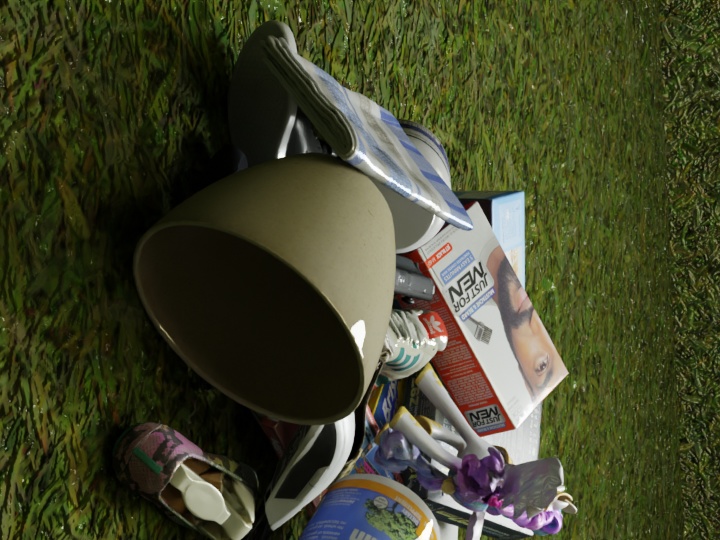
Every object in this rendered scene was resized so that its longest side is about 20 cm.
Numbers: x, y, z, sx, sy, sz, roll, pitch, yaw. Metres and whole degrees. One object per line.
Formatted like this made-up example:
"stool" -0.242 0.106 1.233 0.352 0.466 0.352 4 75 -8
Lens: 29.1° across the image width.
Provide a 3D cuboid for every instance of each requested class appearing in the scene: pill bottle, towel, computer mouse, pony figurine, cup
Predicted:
"pill bottle" -0.017 0.273 1.134 0.201 0.111 0.113 -57 142 -46
"towel" 0.009 -0.109 1.126 0.199 0.024 0.147 27 23 -53
"computer mouse" -0.121 -0.003 1.140 0.059 0.034 0.203 3 94 -84
"pony figurine" 0.107 0.193 1.259 0.167 0.199 0.193 -53 178 24
"pill bottle" 0.032 -0.079 1.327 0.200 0.109 0.113 -76 162 -77
"cup" -0.051 -0.006 1.047 0.144 0.198 0.202 -55 142 -35
"computer mouse" -0.050 0.175 1.118 0.201 0.043 0.110 -60 -174 22

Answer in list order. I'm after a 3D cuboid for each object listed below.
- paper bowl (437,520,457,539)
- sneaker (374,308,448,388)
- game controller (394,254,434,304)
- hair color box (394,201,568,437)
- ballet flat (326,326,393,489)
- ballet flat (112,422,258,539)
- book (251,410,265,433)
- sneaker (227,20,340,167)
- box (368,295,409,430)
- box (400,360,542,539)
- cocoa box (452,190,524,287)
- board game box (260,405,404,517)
"paper bowl" 0.036 0.273 1.443 0.200 0.103 0.204 0 90 -68
"sneaker" 0.029 0.053 1.255 0.200 0.092 0.071 71 -1 -72
"game controller" 0.000 0.000 1.223 0.200 0.103 0.043 17 83 -73
"hair color box" 0.114 0.049 1.372 0.111 0.064 0.202 -38 103 -42
"ballet flat" -0.004 0.115 1.167 0.068 0.046 0.202 -58 164 -50
"ballet flat" -0.121 0.175 1.078 0.069 0.071 0.200 -49 149 -4
"book" -0.058 0.040 1.272 0.134 0.047 0.202 62 35 -48
"sneaker" -0.058 -0.119 1.203 0.099 0.070 0.203 -21 118 -49
"box" 0.007 0.117 1.400 0.065 0.069 0.201 68 32 -42
"box" 0.115 0.158 1.417 0.157 0.051 0.203 24 61 -37
"cocoa box" 0.110 0.012 1.569 0.133 0.129 0.203 -17 107 -67
"board game box" -0.021 0.170 1.262 0.103 0.019 0.201 -50 135 -30
